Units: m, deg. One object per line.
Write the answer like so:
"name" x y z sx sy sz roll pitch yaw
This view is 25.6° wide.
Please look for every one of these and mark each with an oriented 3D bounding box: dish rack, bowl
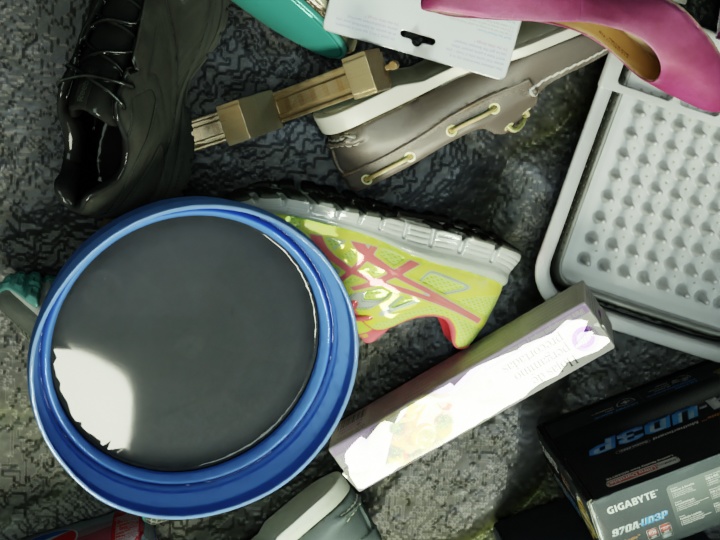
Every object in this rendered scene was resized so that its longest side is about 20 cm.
"dish rack" 0.213 -0.053 1.039 0.170 0.044 0.201 17 100 -10
"bowl" -0.101 0.051 0.952 0.199 0.039 0.202 -6 111 -17

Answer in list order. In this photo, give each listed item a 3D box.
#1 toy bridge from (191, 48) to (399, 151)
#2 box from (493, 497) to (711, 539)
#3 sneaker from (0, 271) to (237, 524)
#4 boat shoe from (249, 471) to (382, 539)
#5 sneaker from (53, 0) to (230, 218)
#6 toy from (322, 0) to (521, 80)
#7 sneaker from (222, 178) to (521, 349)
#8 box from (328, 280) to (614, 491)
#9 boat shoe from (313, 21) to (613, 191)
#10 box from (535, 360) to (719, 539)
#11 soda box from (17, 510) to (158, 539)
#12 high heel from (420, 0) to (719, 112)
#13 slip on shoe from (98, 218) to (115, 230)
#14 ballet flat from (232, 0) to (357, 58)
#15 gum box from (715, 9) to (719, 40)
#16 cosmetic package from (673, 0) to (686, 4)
"toy bridge" -0.067 -0.096 0.981 0.199 0.067 0.027 -17 96 19
"box" 0.185 0.266 1.027 0.123 0.200 0.198 -20 104 -3
"sneaker" -0.167 0.087 1.017 0.091 0.078 0.200 -44 102 9
"boat shoe" -0.071 0.221 1.056 0.200 0.073 0.062 -41 100 -1
"sneaker" -0.131 -0.121 0.911 0.075 0.091 0.202 12 103 23
"toy" 0.058 -0.228 0.950 0.114 0.047 0.202 15 102 -1
"sneaker" 0.000 0.000 1.010 0.198 0.078 0.091 15 101 -10
"box" 0.070 0.076 1.032 0.199 0.041 0.039 -32 106 15
"boat shoe" 0.072 -0.112 0.998 0.199 0.072 0.060 -22 110 3
"box" 0.224 0.107 1.017 0.199 0.159 0.046 -20 103 0
"soda box" -0.226 0.221 1.044 0.198 0.063 0.071 -16 104 -2
"high heel" 0.128 -0.132 0.918 0.200 0.067 0.096 39 78 -22
"slip on shoe" -0.089 0.035 1.017 0.076 0.061 0.200 -42 103 4
"ballet flat" -0.077 -0.204 0.966 0.199 0.067 0.063 30 73 -13
"gum box" 0.292 -0.235 0.971 0.113 0.066 0.202 -3 104 -36
"cosmetic package" 0.170 -0.273 0.970 0.104 0.071 0.202 11 101 -7
